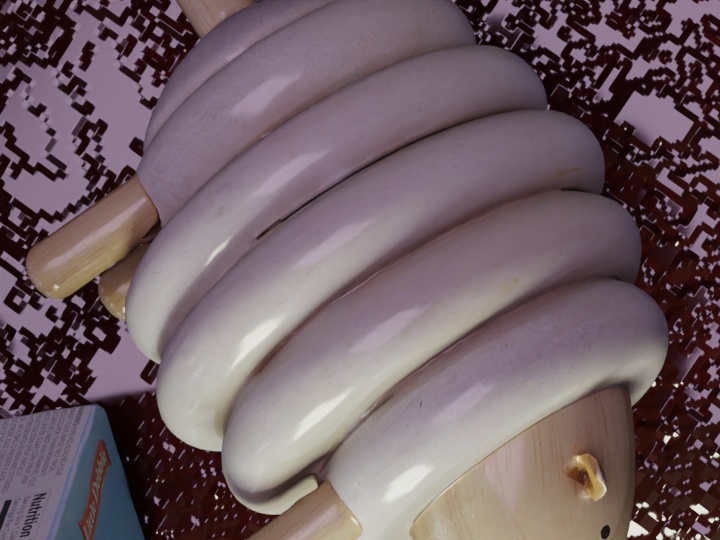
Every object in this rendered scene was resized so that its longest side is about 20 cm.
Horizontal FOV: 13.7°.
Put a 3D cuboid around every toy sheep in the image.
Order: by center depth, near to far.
[{"bbox_3d":[0.000,0.000,0.728,0.138,0.138,0.201,-35,79,11],"label":"toy sheep"}]

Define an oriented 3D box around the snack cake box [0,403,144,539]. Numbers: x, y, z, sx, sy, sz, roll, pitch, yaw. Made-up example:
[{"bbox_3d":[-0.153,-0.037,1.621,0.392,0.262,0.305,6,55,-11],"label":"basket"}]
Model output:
[{"bbox_3d":[-0.123,0.119,0.717,0.114,0.200,0.068,-8,119,12],"label":"snack cake box"}]
